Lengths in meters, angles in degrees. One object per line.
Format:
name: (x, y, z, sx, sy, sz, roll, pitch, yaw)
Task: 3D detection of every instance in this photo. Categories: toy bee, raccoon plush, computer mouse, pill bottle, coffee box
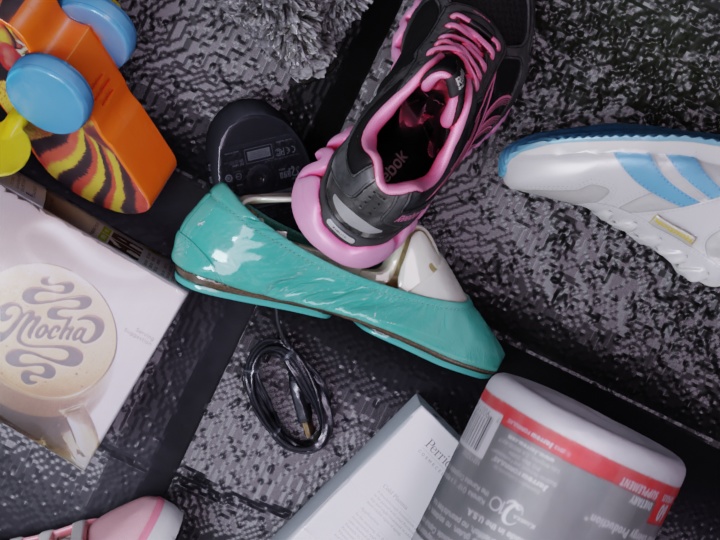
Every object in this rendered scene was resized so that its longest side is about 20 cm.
toy bee: (-0.172, -0.120, 1.342, 0.108, 0.131, 0.201, 7, 117, 30)
raccoon plush: (-0.023, -0.180, 1.309, 0.134, 0.200, 0.097, -45, 68, 4)
computer mouse: (-0.049, 0.004, 1.402, 0.058, 0.034, 0.201, -12, 103, -18)
pill bottle: (0.077, 0.165, 1.331, 0.114, 0.114, 0.201, 25, 93, -5)
coffee box: (-0.202, 0.003, 1.367, 0.200, 0.080, 0.113, 31, 96, -6)

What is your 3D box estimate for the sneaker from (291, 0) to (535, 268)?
sneaker: (0.043, -0.093, 1.330, 0.079, 0.095, 0.200, 33, 62, -4)

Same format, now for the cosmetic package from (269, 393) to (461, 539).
cosmetic package: (0.049, 0.191, 1.414, 0.151, 0.052, 0.200, -44, 96, 4)

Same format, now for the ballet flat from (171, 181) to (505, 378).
ballet flat: (0.000, 0.000, 1.362, 0.199, 0.067, 0.071, 18, 102, -20)

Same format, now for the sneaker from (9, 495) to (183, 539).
sneaker: (-0.196, 0.171, 1.390, 0.200, 0.075, 0.105, -41, 102, 7)

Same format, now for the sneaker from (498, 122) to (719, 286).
sneaker: (0.171, -0.035, 1.380, 0.199, 0.077, 0.081, 7, 99, -1)
